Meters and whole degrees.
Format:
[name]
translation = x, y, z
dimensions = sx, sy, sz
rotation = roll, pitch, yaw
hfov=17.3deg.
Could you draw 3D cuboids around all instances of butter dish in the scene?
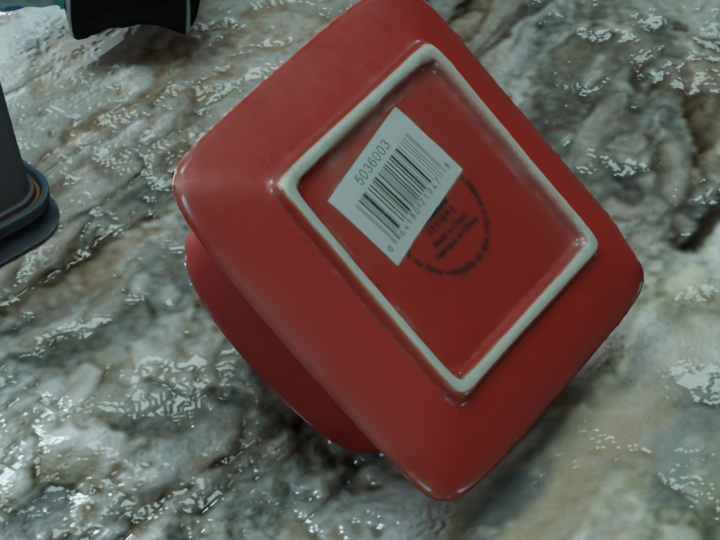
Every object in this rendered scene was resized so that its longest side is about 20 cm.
[butter dish]
translation = 0.000, 0.000, 1.125
dimensions = 0.199, 0.148, 0.200
rotation = 50, 51, -6

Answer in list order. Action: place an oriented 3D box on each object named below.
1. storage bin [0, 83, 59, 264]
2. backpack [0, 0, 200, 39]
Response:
[storage bin]
translation = -0.274, -0.090, 1.254
dimensions = 0.146, 0.134, 0.200
rotation = -31, 46, -30
[backpack]
translation = -0.158, -0.247, 1.405
dimensions = 0.150, 0.178, 0.200
rotation = 0, 35, -3
